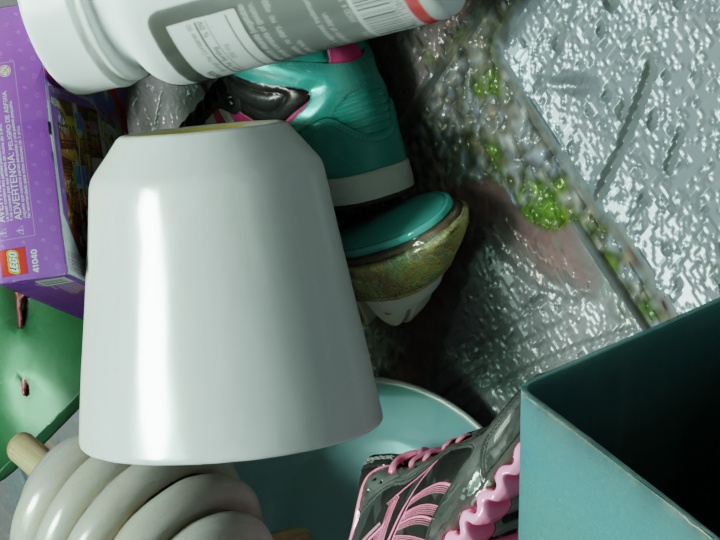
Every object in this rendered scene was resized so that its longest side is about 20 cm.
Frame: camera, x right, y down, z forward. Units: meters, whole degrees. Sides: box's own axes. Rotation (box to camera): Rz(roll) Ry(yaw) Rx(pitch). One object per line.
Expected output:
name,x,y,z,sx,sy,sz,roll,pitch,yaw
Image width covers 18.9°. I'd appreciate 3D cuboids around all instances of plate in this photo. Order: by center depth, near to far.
plate,0.011,0.154,1.148,0.200,0.026,0.200,3,97,26

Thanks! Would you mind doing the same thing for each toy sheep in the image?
toy sheep,-0.112,0.142,1.120,0.200,0.138,0.138,28,123,31

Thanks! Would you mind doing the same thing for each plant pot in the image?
plant pot,0.154,0.141,0.914,0.141,0.141,0.200,38,136,40

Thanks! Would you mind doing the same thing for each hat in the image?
hat,-0.223,0.001,1.293,0.176,0.200,0.166,45,156,-11

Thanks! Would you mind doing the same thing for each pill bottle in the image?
pill bottle,-0.057,-0.154,1.040,0.200,0.114,0.114,-12,91,18

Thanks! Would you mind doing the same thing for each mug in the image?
mug,-0.083,0.006,1.069,0.186,0.149,0.153,1,100,44

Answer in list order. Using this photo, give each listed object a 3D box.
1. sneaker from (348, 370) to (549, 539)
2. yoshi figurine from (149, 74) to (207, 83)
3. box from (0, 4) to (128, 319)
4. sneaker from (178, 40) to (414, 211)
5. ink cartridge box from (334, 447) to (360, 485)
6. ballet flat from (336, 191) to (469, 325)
sneaker,0.039,0.115,1.078,0.095,0.079,0.200,50,119,29
yoshi figurine,-0.145,-0.192,1.235,0.200,0.112,0.112,71,159,4
box,-0.155,-0.050,1.137,0.200,0.039,0.137,50,-148,-80
sneaker,-0.060,-0.097,1.157,0.200,0.084,0.121,3,108,45
ink cartridge box,-0.063,0.074,1.257,0.200,0.042,0.119,56,138,28
ballet flat,0.000,0.000,1.138,0.200,0.071,0.071,-6,96,52
